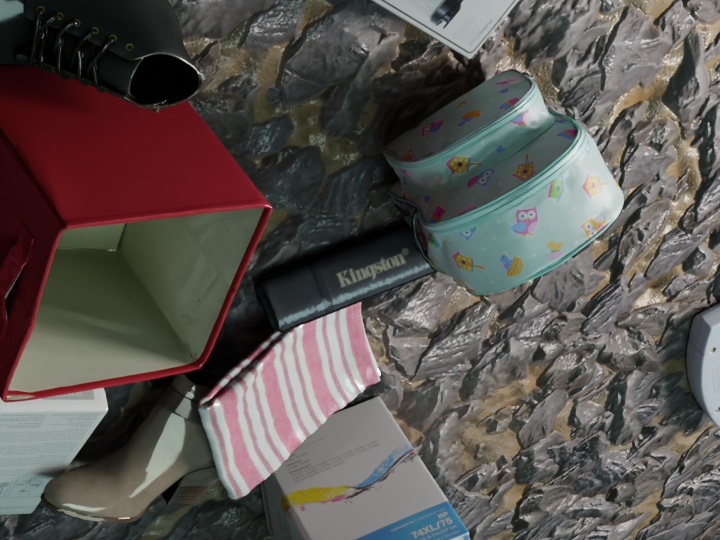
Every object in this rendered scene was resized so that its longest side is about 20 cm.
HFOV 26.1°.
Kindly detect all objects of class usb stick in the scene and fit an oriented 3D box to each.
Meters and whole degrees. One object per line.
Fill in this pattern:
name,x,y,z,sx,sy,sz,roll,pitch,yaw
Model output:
usb stick,0.000,0.000,1.425,0.200,0.056,0.033,-21,175,-14

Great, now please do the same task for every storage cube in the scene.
storage cube,-0.203,-0.034,1.146,0.200,0.180,0.171,-9,138,-40

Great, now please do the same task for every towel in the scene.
towel,-0.064,0.112,1.459,0.200,0.030,0.146,-41,142,-24

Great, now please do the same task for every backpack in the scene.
backpack,0.120,-0.073,1.318,0.176,0.200,0.153,-31,117,-3

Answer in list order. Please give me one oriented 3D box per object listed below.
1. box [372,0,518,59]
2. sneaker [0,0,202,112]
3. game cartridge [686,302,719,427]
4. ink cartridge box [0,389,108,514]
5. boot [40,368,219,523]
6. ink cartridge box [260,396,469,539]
box,0.047,-0.258,1.204,0.200,0.060,0.117,22,115,-42
sneaker,-0.212,-0.167,1.094,0.200,0.106,0.075,-4,131,-29
game cartridge,0.444,0.096,1.802,0.133,0.042,0.200,-23,138,-5
ink cartridge box,-0.337,0.157,1.383,0.161,0.050,0.200,3,146,-34
boot,-0.186,0.156,1.437,0.200,0.070,0.146,2,123,-47
ink cartridge box,0.001,0.262,1.559,0.146,0.200,0.147,-21,137,-16
